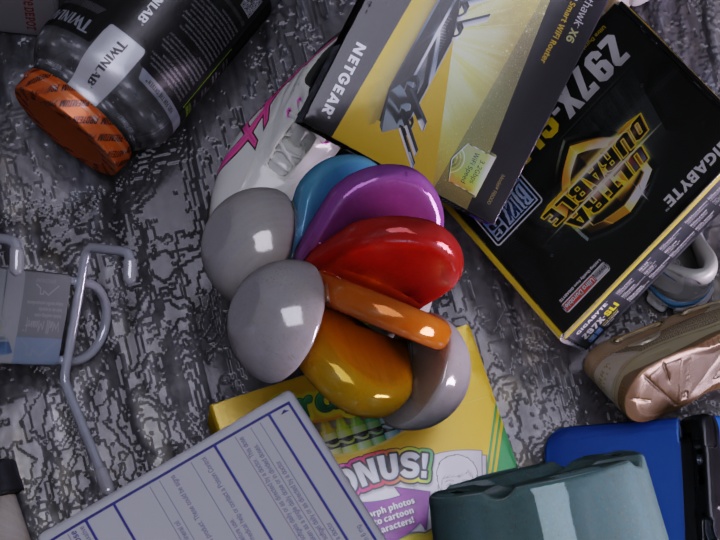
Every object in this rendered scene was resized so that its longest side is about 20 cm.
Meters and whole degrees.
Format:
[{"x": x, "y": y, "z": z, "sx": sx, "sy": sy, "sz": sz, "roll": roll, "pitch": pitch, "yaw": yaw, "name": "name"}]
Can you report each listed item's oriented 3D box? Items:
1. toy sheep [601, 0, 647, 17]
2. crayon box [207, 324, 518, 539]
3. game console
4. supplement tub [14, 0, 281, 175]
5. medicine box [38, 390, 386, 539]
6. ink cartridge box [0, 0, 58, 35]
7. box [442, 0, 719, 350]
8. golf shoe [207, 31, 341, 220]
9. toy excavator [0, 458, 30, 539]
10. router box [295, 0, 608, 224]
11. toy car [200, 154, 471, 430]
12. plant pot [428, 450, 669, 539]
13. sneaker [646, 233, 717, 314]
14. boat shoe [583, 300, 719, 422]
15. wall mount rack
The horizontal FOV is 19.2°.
[{"x": 0.171, "y": -0.251, "z": 1.607, "sx": 0.199, "sy": 0.138, "sz": 0.138, "roll": 28, "pitch": 75, "yaw": 6, "name": "toy sheep"}, {"x": 0.010, "y": 0.152, "z": 1.527, "sx": 0.199, "sy": 0.058, "sz": 0.173, "roll": -17, "pitch": 79, "yaw": -10, "name": "crayon box"}, {"x": 0.238, "y": 0.213, "z": 1.558, "sx": 0.170, "sy": 0.118, "sz": 0.201, "roll": 9, "pitch": 74, "yaw": -36, "name": "game console"}, {"x": -0.154, "y": -0.175, "z": 1.557, "sx": 0.122, "sy": 0.123, "sz": 0.200, "roll": 37, "pitch": 75, "yaw": 4, "name": "supplement tub"}, {"x": -0.080, "y": 0.215, "z": 1.403, "sx": 0.199, "sy": 0.103, "sz": 0.183, "roll": -30, "pitch": 66, "yaw": -10, "name": "medicine box"}, {"x": -0.291, "y": -0.257, "z": 1.560, "sx": 0.199, "sy": 0.129, "sz": 0.126, "roll": 5, "pitch": 75, "yaw": -6, "name": "ink cartridge box"}, {"x": 0.174, "y": -0.069, "z": 1.539, "sx": 0.200, "sy": 0.049, "sz": 0.160, "roll": -46, "pitch": 58, "yaw": 12, "name": "box"}, {"x": -0.047, "y": -0.103, "z": 1.568, "sx": 0.072, "sy": 0.092, "sz": 0.200, "roll": 34, "pitch": 77, "yaw": 2, "name": "golf shoe"}, {"x": -0.336, "y": 0.213, "z": 1.445, "sx": 0.199, "sy": 0.194, "sz": 0.100, "roll": -10, "pitch": 76, "yaw": -37, "name": "toy excavator"}, {"x": 0.068, "y": -0.156, "z": 1.511, "sx": 0.157, "sy": 0.052, "sz": 0.201, "roll": 27, "pitch": 90, "yaw": -9, "name": "router box"}, {"x": 0.000, "y": 0.000, "z": 1.440, "sx": 0.174, "sy": 0.200, "sz": 0.150, "roll": 21, "pitch": 118, "yaw": -31, "name": "toy car"}, {"x": 0.136, "y": 0.230, "z": 1.415, "sx": 0.199, "sy": 0.200, "sz": 0.197, "roll": -11, "pitch": 89, "yaw": -9, "name": "plant pot"}, {"x": 0.202, "y": -0.062, "z": 1.588, "sx": 0.075, "sy": 0.087, "sz": 0.200, "roll": -39, "pitch": 82, "yaw": -12, "name": "sneaker"}, {"x": 0.257, "y": 0.050, "z": 1.570, "sx": 0.199, "sy": 0.072, "sz": 0.064, "roll": -14, "pitch": 34, "yaw": -28, "name": "boat shoe"}, {"x": -0.223, "y": 0.064, "z": 1.463, "sx": 0.074, "sy": 0.200, "sz": 0.175, "roll": 10, "pitch": 92, "yaw": 36, "name": "wall mount rack"}]
